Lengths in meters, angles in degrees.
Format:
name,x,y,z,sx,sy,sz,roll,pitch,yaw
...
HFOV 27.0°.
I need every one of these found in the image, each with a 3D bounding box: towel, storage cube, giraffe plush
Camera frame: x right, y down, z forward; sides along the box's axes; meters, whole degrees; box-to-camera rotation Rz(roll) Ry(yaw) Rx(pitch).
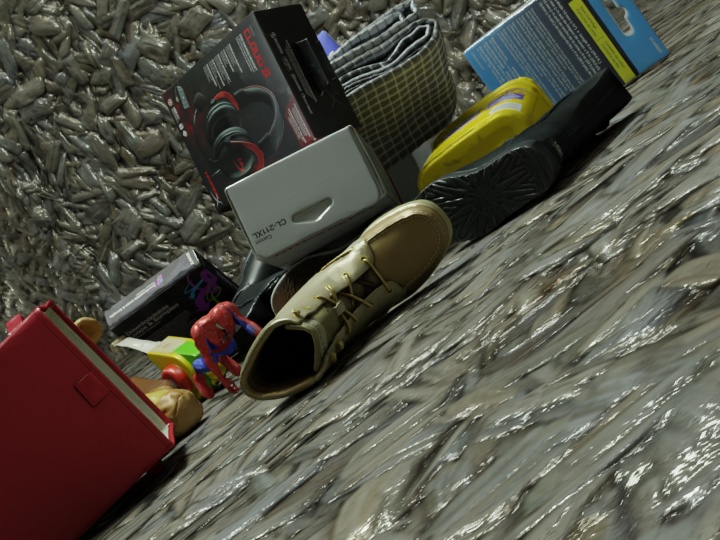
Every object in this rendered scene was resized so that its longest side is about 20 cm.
name,x,y,z,sx,sy,sz,roll,pitch,yaw
towel,0.012,-0.183,1.666,0.200,0.086,0.166,-37,-27,-8
storage cube,-0.296,0.155,1.400,0.180,0.200,0.171,-44,6,-5
giraffe plush,-0.287,0.142,1.593,0.173,0.162,0.200,-40,7,-34

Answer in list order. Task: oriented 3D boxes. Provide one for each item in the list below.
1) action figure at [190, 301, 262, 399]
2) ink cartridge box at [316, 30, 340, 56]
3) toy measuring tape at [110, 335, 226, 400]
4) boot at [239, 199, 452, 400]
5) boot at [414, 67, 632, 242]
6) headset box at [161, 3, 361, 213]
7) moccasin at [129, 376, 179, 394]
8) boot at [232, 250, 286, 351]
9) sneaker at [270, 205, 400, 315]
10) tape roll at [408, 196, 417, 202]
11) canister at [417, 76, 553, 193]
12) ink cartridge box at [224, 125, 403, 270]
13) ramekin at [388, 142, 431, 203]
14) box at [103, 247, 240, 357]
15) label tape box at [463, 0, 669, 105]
name,x,y,z,sx,sy,sz,roll,pitch,yaw
action figure,-0.134,0.098,1.600,0.065,0.099,0.200,-41,-16,-19
ink cartridge box,-0.053,-0.188,1.755,0.200,0.076,0.136,-43,-24,1
toy measuring tape,-0.223,0.116,1.785,0.200,0.074,0.074,3,34,46
boot,-0.012,0.026,1.283,0.200,0.073,0.155,-37,4,21
boot,0.156,-0.112,1.432,0.165,0.066,0.200,-22,16,38
headset box,-0.099,-0.171,1.555,0.075,0.149,0.200,-20,-9,-45
moccasin,-0.265,0.171,1.763,0.078,0.074,0.201,-30,12,-23
boot,-0.106,0.017,1.783,0.200,0.066,0.165,148,145,-76
sneaker,0.000,0.000,1.565,0.200,0.073,0.085,-31,-9,24
tape roll,0.029,-0.032,1.748,0.203,0.037,0.203,-37,6,4
canister,0.138,-0.129,1.617,0.148,0.087,0.200,-36,6,17
ink cartridge box,-0.041,-0.070,1.543,0.145,0.083,0.200,-26,-6,5
ramekin,-0.003,-0.113,1.884,0.202,0.202,0.094,-36,16,7
box,-0.215,0.062,1.913,0.143,0.036,0.200,-36,-34,7
label tape box,0.243,-0.259,1.754,0.200,0.143,0.066,-35,6,26
